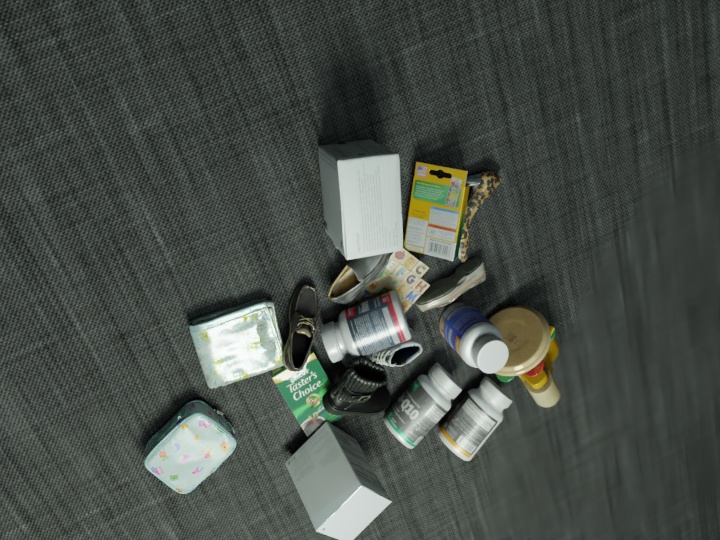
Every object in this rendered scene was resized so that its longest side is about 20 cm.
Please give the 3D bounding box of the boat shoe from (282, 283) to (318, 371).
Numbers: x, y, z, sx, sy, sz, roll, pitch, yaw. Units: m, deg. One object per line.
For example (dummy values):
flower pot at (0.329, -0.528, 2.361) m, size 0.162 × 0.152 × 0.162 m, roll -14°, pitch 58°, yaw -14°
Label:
boat shoe at (-0.128, 0.133, 1.357) m, size 0.072 × 0.073 × 0.207 m, roll 8°, pitch 88°, yaw -22°

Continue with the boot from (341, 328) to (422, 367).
boot at (0.052, 0.199, 1.439) m, size 0.195 × 0.096 × 0.075 m, roll -22°, pitch 114°, yaw -8°

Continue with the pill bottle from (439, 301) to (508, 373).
pill bottle at (0.276, 0.164, 1.435) m, size 0.109 × 0.200 × 0.115 m, roll -5°, pitch 110°, yaw -13°

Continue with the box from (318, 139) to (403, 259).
box at (-0.003, -0.155, 1.242) m, size 0.127 × 0.199 × 0.206 m, roll -9°, pitch 112°, yaw -13°

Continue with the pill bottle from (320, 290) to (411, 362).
pill bottle at (0.011, 0.137, 1.387) m, size 0.195 × 0.120 × 0.122 m, roll -22°, pitch 114°, yaw 4°

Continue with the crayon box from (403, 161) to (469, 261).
crayon box at (0.175, -0.137, 1.348) m, size 0.123 × 0.051 × 0.206 m, roll 14°, pitch 110°, yaw 21°

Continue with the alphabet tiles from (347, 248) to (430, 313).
alphabet tiles at (0.066, 0.040, 1.412) m, size 0.165 × 0.006 × 0.201 m, roll 34°, pitch 109°, yaw -23°

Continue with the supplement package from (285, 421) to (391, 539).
supplement package at (-0.056, 0.515, 1.441) m, size 0.152 × 0.201 × 0.151 m, roll -43°, pitch 135°, yaw 3°

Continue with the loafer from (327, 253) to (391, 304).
loafer at (0.000, 0.000, 1.340) m, size 0.073 × 0.072 × 0.202 m, roll 42°, pitch 107°, yaw 17°

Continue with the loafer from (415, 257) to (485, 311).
loafer at (0.228, 0.048, 1.456) m, size 0.197 × 0.072 × 0.064 m, roll -34°, pitch 122°, yaw -6°

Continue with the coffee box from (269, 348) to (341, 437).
coffee box at (-0.126, 0.298, 1.450) m, size 0.121 × 0.044 × 0.204 m, roll -27°, pitch 114°, yaw -6°

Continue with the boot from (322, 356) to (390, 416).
boot at (0.023, 0.277, 1.413) m, size 0.207 × 0.080 × 0.159 m, roll 3°, pitch 135°, yaw -42°

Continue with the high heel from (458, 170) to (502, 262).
high heel at (0.280, -0.129, 1.403) m, size 0.138 × 0.071 × 0.206 m, roll -11°, pitch 104°, yaw -7°

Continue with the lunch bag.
lunch bag at (-0.399, 0.408, 1.391) m, size 0.200 × 0.077 × 0.161 m, roll -43°, pitch 113°, yaw 2°

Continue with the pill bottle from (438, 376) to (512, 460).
pill bottle at (0.305, 0.391, 1.570) m, size 0.115 × 0.116 × 0.202 m, roll 35°, pitch 96°, yaw -24°

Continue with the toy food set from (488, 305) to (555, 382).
toy food set at (0.382, 0.180, 1.477) m, size 0.202 × 0.196 × 0.049 m, roll -54°, pitch 132°, yaw -14°

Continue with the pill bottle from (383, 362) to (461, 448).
pill bottle at (0.160, 0.342, 1.512) m, size 0.113 × 0.113 × 0.201 m, roll 41°, pitch 94°, yaw -24°

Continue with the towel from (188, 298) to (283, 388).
towel at (-0.277, 0.168, 1.359) m, size 0.195 × 0.048 × 0.176 m, roll -16°, pitch 112°, yaw -10°

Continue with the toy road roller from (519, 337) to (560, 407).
toy road roller at (0.456, 0.228, 1.510) m, size 0.145 × 0.201 × 0.123 m, roll -38°, pitch 132°, yaw 4°
